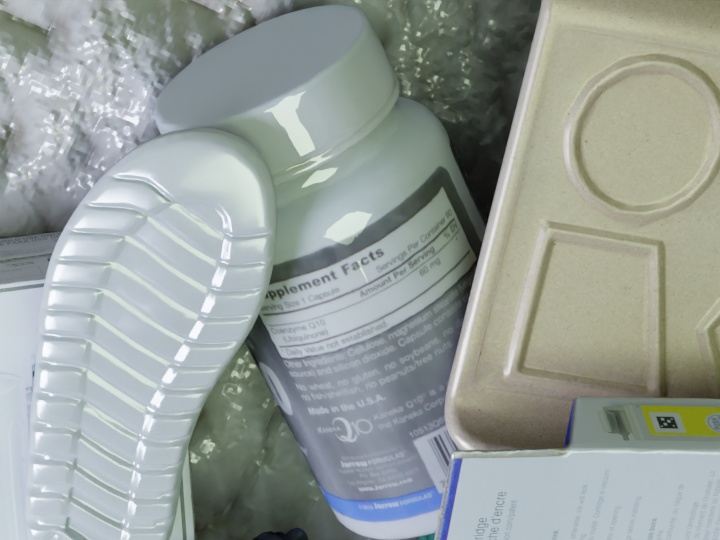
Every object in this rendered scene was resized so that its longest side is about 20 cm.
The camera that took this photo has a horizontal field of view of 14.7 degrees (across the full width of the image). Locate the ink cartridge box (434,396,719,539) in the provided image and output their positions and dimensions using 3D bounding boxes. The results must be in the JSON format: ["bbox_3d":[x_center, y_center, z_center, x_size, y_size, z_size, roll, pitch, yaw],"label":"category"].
[{"bbox_3d":[0.115,0.139,1.117,0.199,0.047,0.198,3,124,-10],"label":"ink cartridge box"}]

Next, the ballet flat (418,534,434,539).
[{"bbox_3d":[0.123,0.141,1.246,0.199,0.070,0.068,11,104,-19],"label":"ballet flat"}]

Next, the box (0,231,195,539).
[{"bbox_3d":[-0.131,0.088,1.162,0.116,0.060,0.201,-8,109,-13],"label":"box"}]

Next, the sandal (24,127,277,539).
[{"bbox_3d":[-0.090,0.030,1.099,0.082,0.050,0.203,19,112,-5],"label":"sandal"}]

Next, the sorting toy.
[{"bbox_3d":[0.138,-0.014,1.105,0.185,0.036,0.201,9,102,-15],"label":"sorting toy"}]

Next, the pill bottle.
[{"bbox_3d":[0.000,0.000,1.141,0.114,0.114,0.200,-28,113,-5],"label":"pill bottle"}]

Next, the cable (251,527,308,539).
[{"bbox_3d":[-0.036,0.212,1.131,0.163,0.051,0.201,-21,90,-44],"label":"cable"}]
